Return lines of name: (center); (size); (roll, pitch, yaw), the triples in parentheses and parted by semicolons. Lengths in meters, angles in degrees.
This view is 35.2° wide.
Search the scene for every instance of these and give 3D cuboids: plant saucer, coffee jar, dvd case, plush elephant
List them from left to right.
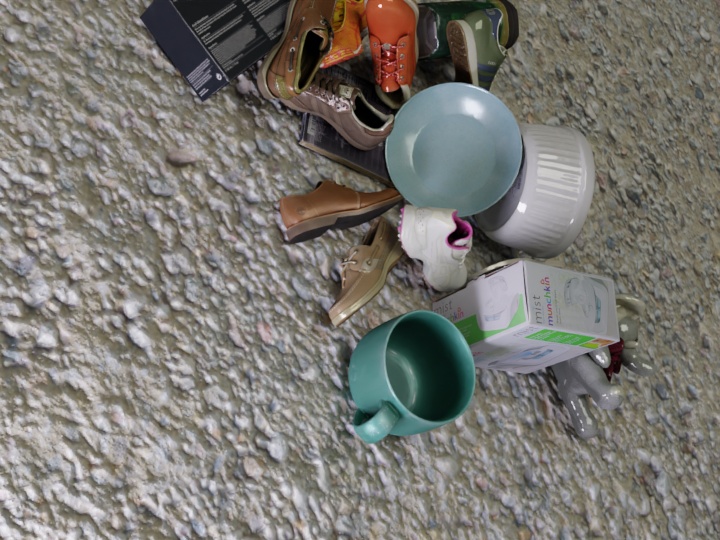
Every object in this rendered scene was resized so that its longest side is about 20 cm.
dvd case: (0.004, -0.211, 1.653); (0.198, 0.016, 0.150); (22, 59, -28)
plant saucer: (0.135, -0.171, 1.649); (0.198, 0.039, 0.204); (-1, 78, 6)
coffee jar: (0.153, -0.377, 1.771); (0.198, 0.104, 0.087); (-15, 104, -39)
plush elephant: (0.367, 0.127, 1.698); (0.153, 0.165, 0.201); (-20, 59, -15)

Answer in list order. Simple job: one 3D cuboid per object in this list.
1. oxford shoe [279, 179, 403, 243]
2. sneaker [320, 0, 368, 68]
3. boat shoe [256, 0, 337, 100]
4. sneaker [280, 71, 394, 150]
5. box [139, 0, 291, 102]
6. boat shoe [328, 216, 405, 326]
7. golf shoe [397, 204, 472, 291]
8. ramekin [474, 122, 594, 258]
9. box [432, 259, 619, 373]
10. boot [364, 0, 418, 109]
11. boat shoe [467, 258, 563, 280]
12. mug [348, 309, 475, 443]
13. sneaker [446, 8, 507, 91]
oxford shoe: (-0.024, -0.095, 1.555); (0.198, 0.071, 0.072); (-14, 76, -38)
sneaker: (-0.031, -0.345, 1.617); (0.201, 0.072, 0.078); (-74, 143, -57)
boat shoe: (-0.065, -0.312, 1.519); (0.072, 0.067, 0.202); (42, 63, -47)
sneaker: (-0.038, -0.246, 1.576); (0.199, 0.075, 0.071); (31, 57, -21)
box: (-0.176, -0.343, 1.530); (0.142, 0.079, 0.200); (55, 50, -11)
boat shoe: (0.000, 0.000, 1.539); (0.065, 0.071, 0.200); (45, 42, -8)
golf shoe: (0.123, -0.027, 1.585); (0.200, 0.090, 0.076); (45, 44, -55)
ramekin: (0.250, -0.125, 1.693); (0.104, 0.200, 0.203); (11, 66, -23)
box: (0.229, 0.068, 1.594); (0.175, 0.199, 0.098); (10, 67, -34)
boot: (0.046, -0.316, 1.616); (0.200, 0.074, 0.108); (66, 29, -61)
boat shoe: (0.243, 0.022, 1.706); (0.198, 0.072, 0.063); (-1, 71, -42)
mug: (0.047, 0.141, 1.484); (0.183, 0.114, 0.154); (-6, 76, -37)
sneaker: (0.188, -0.307, 1.719); (0.089, 0.201, 0.067); (-30, 47, -17)
